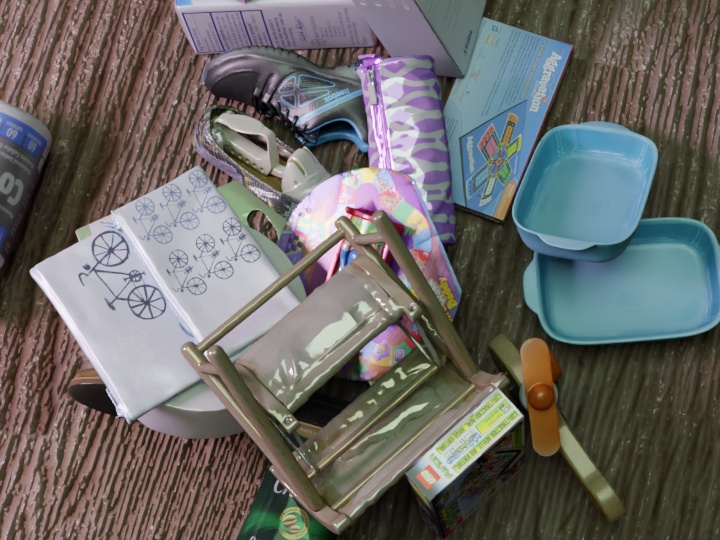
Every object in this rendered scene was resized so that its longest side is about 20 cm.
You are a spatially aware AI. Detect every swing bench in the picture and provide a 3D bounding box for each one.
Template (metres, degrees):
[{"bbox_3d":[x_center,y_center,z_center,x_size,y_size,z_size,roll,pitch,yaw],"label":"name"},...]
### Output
[{"bbox_3d":[-0.013,0.087,1.513,0.198,0.130,0.201,-39,100,-14],"label":"swing bench"}]

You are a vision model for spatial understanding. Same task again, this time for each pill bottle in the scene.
[{"bbox_3d":[-0.392,-0.065,1.722,0.113,0.114,0.202,15,74,11],"label":"pill bottle"}]

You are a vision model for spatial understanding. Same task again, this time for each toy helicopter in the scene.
[{"bbox_3d":[0.179,0.140,1.578,0.079,0.132,0.201,-33,71,-6],"label":"toy helicopter"}]

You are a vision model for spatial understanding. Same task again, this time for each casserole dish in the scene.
[{"bbox_3d":[0.255,0.015,1.654,0.198,0.039,0.122,-4,68,4],"label":"casserole dish"},{"bbox_3d":[0.216,-0.071,1.659,0.120,0.039,0.201,9,41,16],"label":"casserole dish"}]

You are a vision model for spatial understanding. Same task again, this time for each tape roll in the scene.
[{"bbox_3d":[-0.149,0.052,1.620,0.200,0.071,0.204,3,62,-5],"label":"tape roll"}]

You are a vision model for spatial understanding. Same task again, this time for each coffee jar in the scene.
[{"bbox_3d":[-0.051,0.213,1.603,0.103,0.085,0.202,15,73,11],"label":"coffee jar"}]

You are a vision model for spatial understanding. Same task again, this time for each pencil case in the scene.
[{"bbox_3d":[0.043,-0.114,1.679,0.083,0.085,0.202,-11,85,31],"label":"pencil case"}]

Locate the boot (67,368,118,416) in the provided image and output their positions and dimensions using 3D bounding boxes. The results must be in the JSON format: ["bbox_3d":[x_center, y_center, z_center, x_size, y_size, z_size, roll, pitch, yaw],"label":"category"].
[{"bbox_3d":[-0.181,0.099,1.671,0.198,0.074,0.076,0,63,-4],"label":"boot"}]

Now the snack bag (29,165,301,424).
[{"bbox_3d":[-0.179,0.018,1.582,0.199,0.021,0.189,-29,70,-20],"label":"snack bag"}]

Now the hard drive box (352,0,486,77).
[{"bbox_3d":[0.059,-0.307,1.703,0.076,0.200,0.157,8,70,26],"label":"hard drive box"}]

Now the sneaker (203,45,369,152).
[{"bbox_3d":[-0.066,-0.172,1.744,0.198,0.073,0.083,8,71,9],"label":"sneaker"}]

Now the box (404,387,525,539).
[{"bbox_3d":[0.096,0.175,1.539,0.110,0.200,0.035,-41,73,-8],"label":"box"}]

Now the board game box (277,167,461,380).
[{"bbox_3d":[0.000,0.000,1.620,0.157,0.039,0.202,-28,74,20],"label":"board game box"}]

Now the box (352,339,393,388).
[{"bbox_3d":[0.045,0.093,1.653,0.082,0.049,0.201,-32,71,-5],"label":"box"}]

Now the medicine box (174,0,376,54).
[{"bbox_3d":[-0.083,-0.330,1.785,0.198,0.103,0.184,-2,71,5],"label":"medicine box"}]

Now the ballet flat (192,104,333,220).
[{"bbox_3d":[-0.083,-0.102,1.716,0.199,0.072,0.072,33,77,14],"label":"ballet flat"}]

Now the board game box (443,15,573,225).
[{"bbox_3d":[0.133,-0.152,1.744,0.102,0.019,0.202,19,75,15],"label":"board game box"}]

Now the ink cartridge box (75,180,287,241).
[{"bbox_3d":[-0.164,-0.011,1.715,0.198,0.048,0.147,-24,69,0],"label":"ink cartridge box"}]

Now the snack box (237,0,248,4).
[{"bbox_3d":[-0.099,-0.365,1.731,0.071,0.024,0.201,23,75,15],"label":"snack box"}]
